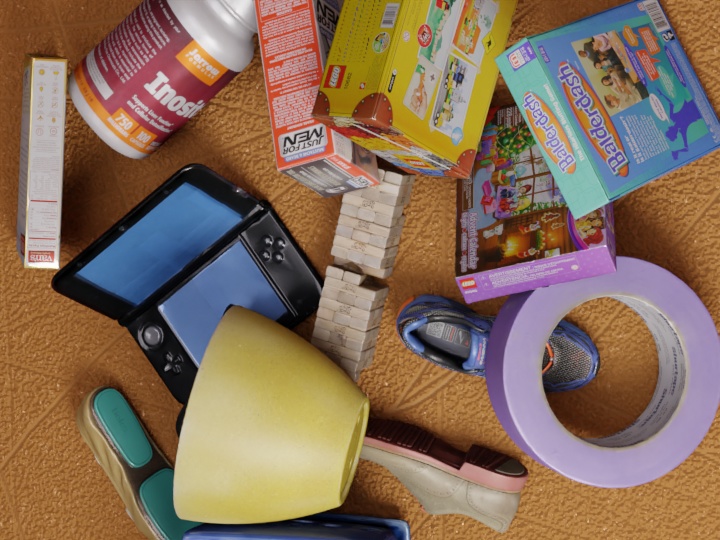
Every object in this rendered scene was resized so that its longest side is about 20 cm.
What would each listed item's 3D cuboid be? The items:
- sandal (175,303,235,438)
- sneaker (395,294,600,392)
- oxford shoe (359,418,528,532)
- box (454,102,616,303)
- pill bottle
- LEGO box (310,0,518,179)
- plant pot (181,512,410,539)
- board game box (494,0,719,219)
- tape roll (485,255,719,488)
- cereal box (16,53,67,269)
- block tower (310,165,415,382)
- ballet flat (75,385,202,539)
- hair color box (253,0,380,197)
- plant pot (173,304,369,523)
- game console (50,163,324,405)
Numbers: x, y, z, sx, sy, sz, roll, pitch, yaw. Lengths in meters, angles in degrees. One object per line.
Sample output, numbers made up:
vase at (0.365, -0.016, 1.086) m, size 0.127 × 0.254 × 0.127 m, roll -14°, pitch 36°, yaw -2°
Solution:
sandal at (-0.148, 0.122, 1.650) m, size 0.047 × 0.075 × 0.203 m, roll 14°, pitch 112°, yaw 7°
sneaker at (0.123, 0.075, 1.569) m, size 0.198 × 0.078 × 0.076 m, roll 9°, pitch 100°, yaw 10°
oxford shoe at (0.057, 0.195, 1.611) m, size 0.198 × 0.070 × 0.076 m, roll 17°, pitch 107°, yaw 17°
box at (0.153, -0.071, 1.501) m, size 0.135 × 0.201 × 0.039 m, roll -12°, pitch 137°, yaw 17°
pill bottle at (-0.176, -0.210, 1.617) m, size 0.200 × 0.113 × 0.113 m, roll -41°, pitch 83°, yaw 17°
LEGO box at (0.054, -0.202, 1.493) m, size 0.077 × 0.148 × 0.202 m, roll 9°, pitch 79°, yaw 41°
plant pot at (-0.048, 0.327, 1.598) m, size 0.198 × 0.180 × 0.203 m, roll 1°, pitch 95°, yaw 17°
board game box at (0.220, -0.145, 1.458) m, size 0.045 × 0.199 × 0.153 m, roll -29°, pitch 86°, yaw 46°
tape roll at (0.214, 0.087, 1.503) m, size 0.197 × 0.085 × 0.203 m, roll 0°, pitch 90°, yaw -6°
cereal box at (-0.312, -0.109, 1.658) m, size 0.039 × 0.144 × 0.203 m, roll 1°, pitch 98°, yaw -15°
block tower at (0.000, 0.000, 1.615) m, size 0.053 × 0.058 × 0.202 m, roll 16°, pitch 98°, yaw 15°
ballet flat at (-0.223, 0.210, 1.712) m, size 0.063 × 0.068 × 0.201 m, roll -36°, pitch 81°, yaw 45°
hair color box at (-0.041, -0.179, 1.553) m, size 0.063 × 0.111 × 0.202 m, roll -13°, pitch 75°, yaw 19°
plant pot at (-0.072, 0.146, 1.546) m, size 0.140 × 0.200 × 0.202 m, roll 13°, pitch 100°, yaw 8°
game console at (-0.164, 0.019, 1.634) m, size 0.199 × 0.119 × 0.173 m, roll -37°, pitch 84°, yaw 18°
